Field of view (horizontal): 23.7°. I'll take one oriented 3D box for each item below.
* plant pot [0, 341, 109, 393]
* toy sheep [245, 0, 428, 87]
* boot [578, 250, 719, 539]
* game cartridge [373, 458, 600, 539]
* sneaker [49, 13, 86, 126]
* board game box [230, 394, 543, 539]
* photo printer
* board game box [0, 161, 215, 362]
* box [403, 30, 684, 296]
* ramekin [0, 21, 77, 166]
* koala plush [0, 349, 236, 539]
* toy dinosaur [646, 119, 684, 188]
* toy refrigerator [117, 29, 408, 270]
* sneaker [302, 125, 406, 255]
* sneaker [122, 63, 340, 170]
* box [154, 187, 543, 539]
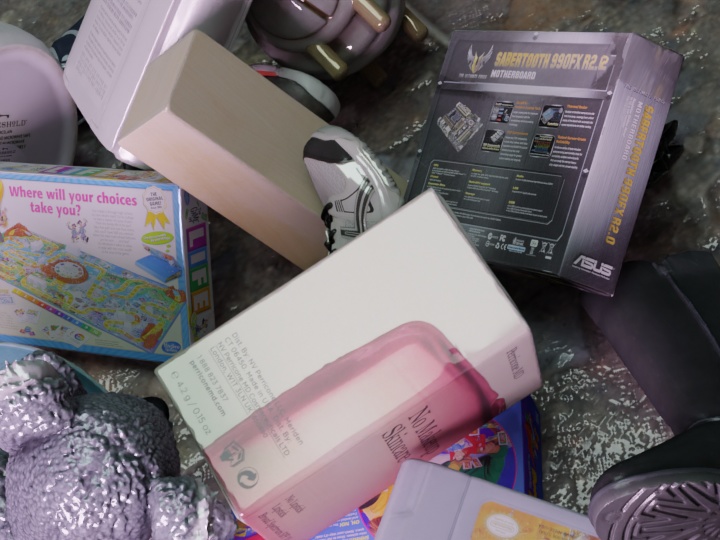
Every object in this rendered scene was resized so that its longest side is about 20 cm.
[{"bbox_3d":[-0.252,0.164,1.129,0.135,0.199,0.201,-40,27,52],"label":"plant pot"},{"bbox_3d":[-0.028,-0.209,1.317,0.137,0.200,0.139,0,89,17],"label":"toy sheep"},{"bbox_3d":[0.179,0.070,1.025,0.164,0.066,0.201,1,44,-22],"label":"boot"},{"bbox_3d":[0.097,0.197,0.968,0.199,0.042,0.134,18,56,7],"label":"game cartridge"},{"bbox_3d":[-0.194,-0.161,1.426,0.108,0.070,0.200,-42,41,-18],"label":"sneaker"},{"bbox_3d":[0.015,0.152,1.088,0.199,0.045,0.135,-12,49,17],"label":"board game box"},{"bbox_3d":[-0.146,-0.195,1.280,0.201,0.069,0.166,-65,32,17],"label":"photo printer"},{"bbox_3d":[-0.201,-0.008,1.269,0.199,0.135,0.034,6,16,29],"label":"board game box"},{"bbox_3d":[0.111,-0.076,1.130,0.200,0.048,0.159,12,84,58],"label":"box"},{"bbox_3d":[-0.313,-0.109,1.356,0.105,0.200,0.201,14,60,29],"label":"ramekin"},{"bbox_3d":[-0.160,0.135,0.982,0.177,0.200,0.184,43,56,-1],"label":"koala plush"},{"bbox_3d":[0.144,-0.088,1.211,0.135,0.102,0.201,-12,68,36],"label":"toy dinosaur"},{"bbox_3d":[-0.066,-0.073,1.204,0.070,0.200,0.076,-26,39,45],"label":"toy refrigerator"},{"bbox_3d":[0.000,0.000,1.140,0.087,0.076,0.201,-26,79,-9],"label":"sneaker"},{"bbox_3d":[-0.104,-0.103,1.344,0.199,0.077,0.082,-7,59,34],"label":"sneaker"},{"bbox_3d":[-0.002,0.065,1.032,0.199,0.128,0.109,-33,69,-2],"label":"box"}]
